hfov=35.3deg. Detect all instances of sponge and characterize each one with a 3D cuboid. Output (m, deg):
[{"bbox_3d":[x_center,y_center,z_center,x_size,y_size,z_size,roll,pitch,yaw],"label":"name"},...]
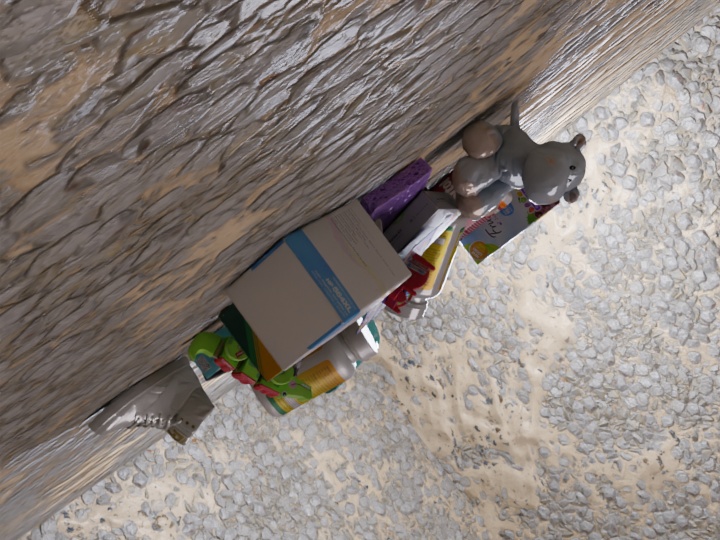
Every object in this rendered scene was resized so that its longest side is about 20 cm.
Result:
[{"bbox_3d":[0.034,-0.076,1.595,0.111,0.030,0.200,-37,167,-23],"label":"sponge"}]

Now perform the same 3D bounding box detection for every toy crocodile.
[{"bbox_3d":[-0.159,0.145,1.662,0.067,0.199,0.062,-17,-136,62],"label":"toy crocodile"}]

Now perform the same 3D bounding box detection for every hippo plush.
[{"bbox_3d":[0.239,-0.135,1.636,0.200,0.160,0.160,-28,134,-55],"label":"hippo plush"}]

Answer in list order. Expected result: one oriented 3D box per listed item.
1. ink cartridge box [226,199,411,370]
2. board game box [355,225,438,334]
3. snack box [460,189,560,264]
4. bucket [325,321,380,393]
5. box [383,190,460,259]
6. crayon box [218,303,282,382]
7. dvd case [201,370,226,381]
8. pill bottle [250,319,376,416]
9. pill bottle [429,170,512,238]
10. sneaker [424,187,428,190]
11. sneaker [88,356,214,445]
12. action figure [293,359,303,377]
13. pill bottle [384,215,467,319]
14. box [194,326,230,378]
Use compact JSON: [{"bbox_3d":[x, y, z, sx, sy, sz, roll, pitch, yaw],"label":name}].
[{"bbox_3d":[-0.042,0.011,1.425,0.128,0.126,0.200,-39,175,37],"label":"ink cartridge box"},{"bbox_3d":[0.066,0.024,1.586,0.158,0.039,0.200,-57,172,22],"label":"board game box"},{"bbox_3d":[0.254,-0.137,2.166,0.200,0.169,0.068,-38,179,14],"label":"snack box"},{"bbox_3d":[-0.068,0.120,2.158,0.135,0.207,0.207,-40,178,-20],"label":"bucket"},{"bbox_3d":[0.056,-0.031,1.654,0.200,0.041,0.156,-46,169,15],"label":"box"},{"bbox_3d":[-0.084,0.049,1.580,0.200,0.119,0.058,-38,177,11],"label":"crayon box"},{"bbox_3d":[-0.174,0.126,1.980,0.199,0.025,0.150,-24,-171,6],"label":"dvd case"},{"bbox_3d":[-0.079,0.146,1.848,0.199,0.113,0.113,-30,178,7],"label":"pill bottle"},{"bbox_3d":[0.172,-0.115,2.093,0.200,0.113,0.113,-38,177,14],"label":"pill bottle"},{"bbox_3d":[0.049,-0.059,1.824,0.201,0.080,0.086,-59,158,-10],"label":"sneaker"},{"bbox_3d":[-0.303,0.220,1.698,0.200,0.116,0.074,-32,177,-44],"label":"sneaker"},{"bbox_3d":[-0.090,0.064,1.778,0.194,0.104,0.200,-53,-174,-15],"label":"action figure"},{"bbox_3d":[0.102,-0.022,1.966,0.113,0.112,0.201,-30,141,-66],"label":"pill bottle"},{"bbox_3d":[-0.182,0.098,1.853,0.200,0.049,0.082,-35,176,-46],"label":"box"}]
